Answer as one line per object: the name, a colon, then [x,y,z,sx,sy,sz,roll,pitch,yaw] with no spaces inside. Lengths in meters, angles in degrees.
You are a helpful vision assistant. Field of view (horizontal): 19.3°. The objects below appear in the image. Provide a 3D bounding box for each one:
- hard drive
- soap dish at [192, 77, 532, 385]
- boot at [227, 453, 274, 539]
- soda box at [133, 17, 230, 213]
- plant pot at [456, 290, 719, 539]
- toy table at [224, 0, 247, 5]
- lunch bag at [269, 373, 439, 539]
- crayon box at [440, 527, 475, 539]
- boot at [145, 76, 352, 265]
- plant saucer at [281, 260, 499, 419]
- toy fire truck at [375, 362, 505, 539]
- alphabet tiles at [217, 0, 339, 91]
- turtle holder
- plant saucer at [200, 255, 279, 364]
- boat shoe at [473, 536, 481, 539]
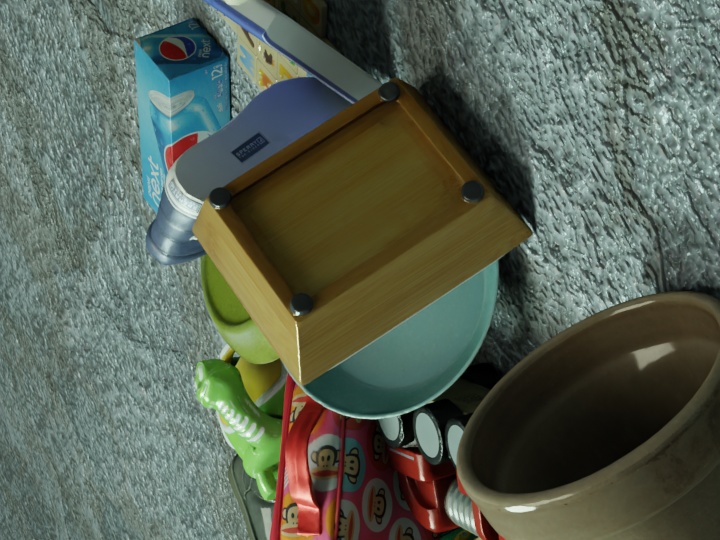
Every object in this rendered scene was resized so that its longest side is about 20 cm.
hard drive: [-0.076,-0.193,1.639,0.132,0.025,0.200,31,-175,-42]
soap dish: [-0.003,-0.035,1.517,0.157,0.200,0.081,53,173,28]
boot: [-0.070,0.205,2.084,0.182,0.073,0.200,56,148,19]
soda box: [-0.162,-0.129,1.950,0.068,0.064,0.200,49,153,35]
plant pot: [0.188,0.139,1.328,0.175,0.200,0.200,54,162,-20]
toy table: [-0.082,-0.291,1.554,0.200,0.117,0.184,59,156,20]
lunch bag: [-0.006,0.165,1.680,0.082,0.176,0.200,-5,71,32]
crayon box: [0.037,0.220,1.858,0.119,0.058,0.200,55,155,23]
boot: [-0.087,-0.079,1.643,0.073,0.200,0.090,48,140,13]
plant saucer: [0.023,0.014,1.599,0.200,0.200,0.036,53,-163,29]
toy fire truck: [0.112,0.182,1.613,0.176,0.129,0.200,15,116,62]
alphabet tiles: [-0.067,-0.194,1.754,0.200,0.006,0.167,50,152,33]
turtle holder: [-0.072,0.114,1.833,0.132,0.185,0.141,56,143,19]
plant saucer: [-0.083,-0.025,1.731,0.200,0.031,0.200,-24,61,54]
boat shoe: [0.086,0.269,1.743,0.200,0.070,0.070,-42,70,52]
